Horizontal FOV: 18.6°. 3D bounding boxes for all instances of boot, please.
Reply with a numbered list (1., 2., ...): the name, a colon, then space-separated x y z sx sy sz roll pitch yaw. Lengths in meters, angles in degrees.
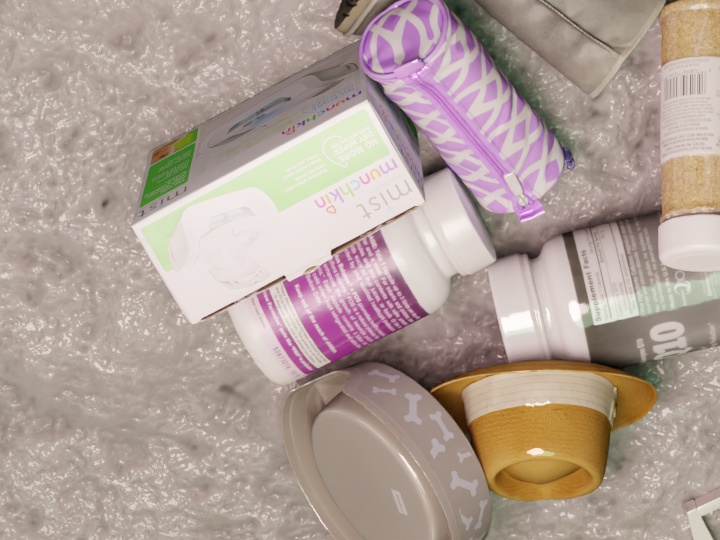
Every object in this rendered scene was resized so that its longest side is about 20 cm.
1. boot: 0.105 -0.199 1.677 0.200 0.073 0.182 36 108 -19

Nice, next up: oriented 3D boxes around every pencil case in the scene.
1. pencil case: 0.077 -0.119 1.650 0.084 0.086 0.200 -23 134 25

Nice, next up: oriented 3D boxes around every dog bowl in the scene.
1. dog bowl: 0.024 0.161 1.746 0.059 0.200 0.200 -34 111 -29

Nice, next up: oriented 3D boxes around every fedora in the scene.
1. fedora: 0.141 0.132 1.725 0.200 0.201 0.082 0 70 0

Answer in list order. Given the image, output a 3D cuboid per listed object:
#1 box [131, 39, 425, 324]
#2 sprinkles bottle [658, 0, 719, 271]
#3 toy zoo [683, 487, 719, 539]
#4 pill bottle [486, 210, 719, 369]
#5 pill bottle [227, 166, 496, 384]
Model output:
1. box: -0.059 -0.068 1.659 0.200 0.177 0.097 -27 108 10
2. sprinkles bottle: 0.258 -0.102 1.653 0.068 0.068 0.200 2 75 -1
3. toy zoo: 0.361 0.223 1.848 0.200 0.020 0.131 -27 108 10
4. pill bottle: 0.207 0.018 1.724 0.200 0.114 0.114 -13 109 5
5. pill bottle: 0.000 0.000 1.718 0.200 0.112 0.112 -26 108 10
